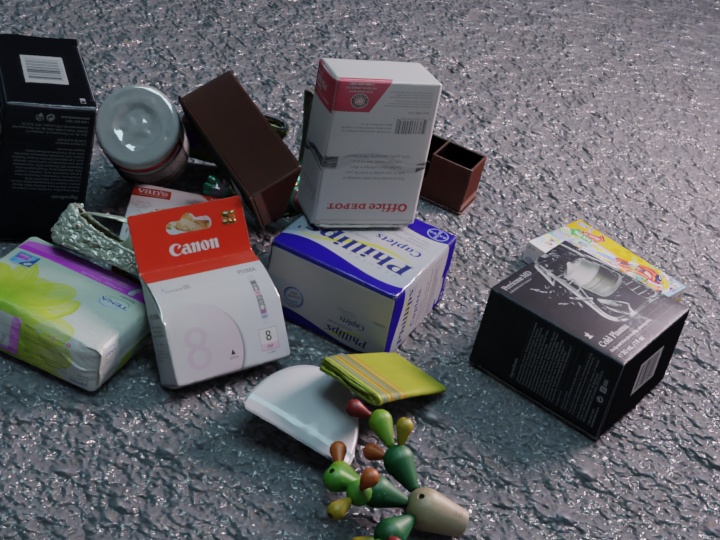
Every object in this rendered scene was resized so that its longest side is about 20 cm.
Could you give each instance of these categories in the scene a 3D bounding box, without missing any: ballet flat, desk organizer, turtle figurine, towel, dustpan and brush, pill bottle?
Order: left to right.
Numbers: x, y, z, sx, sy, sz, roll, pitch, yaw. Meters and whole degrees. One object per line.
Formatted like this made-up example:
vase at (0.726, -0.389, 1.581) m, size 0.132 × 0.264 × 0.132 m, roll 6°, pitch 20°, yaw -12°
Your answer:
ballet flat at (-0.273, -0.025, 1.554) m, size 0.199 × 0.072 × 0.072 m, roll 24°, pitch 32°, yaw 1°
pill bottle at (-0.289, -0.172, 1.767) m, size 0.110 × 0.111 × 0.200 m, roll 15°, pitch -8°, yaw 1°
towel at (-0.190, -0.192, 1.857) m, size 0.143 × 0.200 × 0.023 m, roll 13°, pitch 73°, yaw -15°
desk organizer at (-0.148, -0.156, 1.666) m, size 0.077 × 0.072 × 0.200 m, roll -31°, pitch 59°, yaw -9°
turtle figurine at (-0.120, -0.117, 1.784) m, size 0.149 × 0.101 × 0.199 m, roll -24°, pitch 22°, yaw -38°
dustpan and brush at (-0.048, 0.144, 1.515) m, size 0.139 × 0.057 × 0.200 m, roll 31°, pitch 41°, yaw 2°
towel at (0.029, 0.127, 1.530) m, size 0.086 × 0.018 × 0.200 m, roll 35°, pitch 13°, yaw 22°
desk organizer at (0.088, -0.169, 2.020) m, size 0.199 × 0.077 × 0.072 m, roll 25°, pitch 33°, yaw 16°

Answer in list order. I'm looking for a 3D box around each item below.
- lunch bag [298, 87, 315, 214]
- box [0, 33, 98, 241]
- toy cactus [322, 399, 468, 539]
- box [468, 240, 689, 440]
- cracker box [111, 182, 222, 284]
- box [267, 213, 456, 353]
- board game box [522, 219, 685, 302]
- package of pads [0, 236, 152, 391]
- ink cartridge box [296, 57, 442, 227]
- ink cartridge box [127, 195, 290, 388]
lunch bag at (0.001, -0.167, 1.870) m, size 0.163 × 0.201 × 0.117 m, roll -21°, pitch 41°, yaw -38°
box at (-0.423, -0.173, 1.703) m, size 0.117 × 0.201 × 0.197 m, roll 1°, pitch 34°, yaw -22°
toy cactus at (0.040, 0.231, 1.372) m, size 0.164 × 0.103 × 0.201 m, roll 23°, pitch 33°, yaw -16°
box at (0.280, 0.083, 1.671) m, size 0.196 × 0.125 × 0.200 m, roll 29°, pitch 35°, yaw 26°
cracker box at (-0.244, -0.033, 1.694) m, size 0.133 × 0.058 × 0.200 m, roll 10°, pitch 32°, yaw -8°
box at (0.000, 0.000, 1.699) m, size 0.183 × 0.105 × 0.200 m, roll 24°, pitch 34°, yaw 16°
board game box at (0.354, 0.004, 1.902) m, size 0.200 × 0.034 × 0.134 m, roll 36°, pitch 38°, yaw 30°
package of pads at (-0.349, 0.048, 1.517) m, size 0.199 × 0.069 × 0.155 m, roll 22°, pitch 32°, yaw 13°
ink cartridge box at (0.009, -0.161, 1.664) m, size 0.145 × 0.201 × 0.085 m, roll -1°, pitch 28°, yaw -21°
ink cartridge box at (-0.175, 0.022, 1.525) m, size 0.162 × 0.202 × 0.057 m, roll -14°, pitch 7°, yaw -37°
